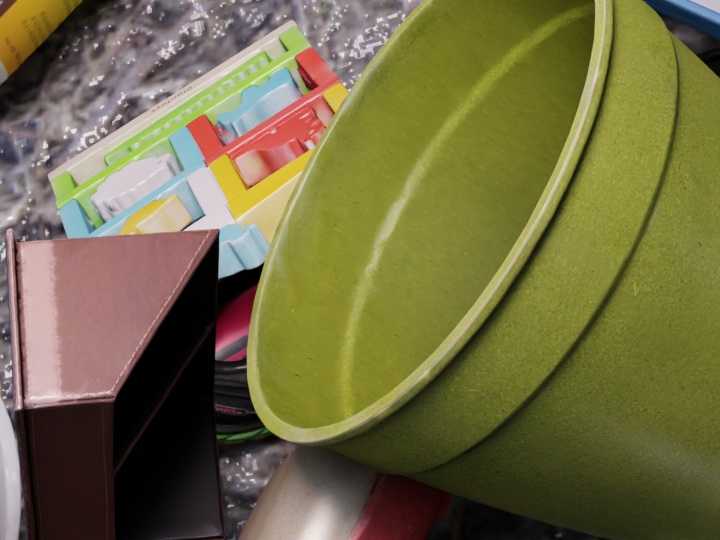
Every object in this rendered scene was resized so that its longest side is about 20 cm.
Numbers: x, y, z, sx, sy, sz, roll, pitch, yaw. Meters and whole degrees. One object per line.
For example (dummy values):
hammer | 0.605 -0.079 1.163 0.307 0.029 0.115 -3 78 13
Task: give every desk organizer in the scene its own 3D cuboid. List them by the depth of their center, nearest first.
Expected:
desk organizer | -0.090 0.063 1.058 0.077 0.200 0.072 -4 61 -6

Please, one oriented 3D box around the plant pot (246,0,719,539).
plant pot | 0.094 0.014 1.001 0.200 0.192 0.201 -46 26 30

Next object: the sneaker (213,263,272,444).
sneaker | 0.000 0.000 1.134 0.200 0.084 0.077 -34 60 -2

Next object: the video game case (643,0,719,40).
video game case | 0.151 -0.187 1.064 0.142 0.018 0.201 23 75 -2

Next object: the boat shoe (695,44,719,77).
boat shoe | 0.217 -0.070 1.111 0.199 0.068 0.072 -1 64 15

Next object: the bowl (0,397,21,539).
bowl | -0.190 0.087 1.078 0.090 0.201 0.202 0 56 -29

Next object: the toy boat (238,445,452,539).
toy boat | -0.001 0.164 1.048 0.130 0.131 0.201 27 72 -4

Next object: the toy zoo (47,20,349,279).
toy zoo | -0.059 -0.037 1.140 0.131 0.021 0.200 -33 22 -1

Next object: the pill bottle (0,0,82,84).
pill bottle | -0.165 -0.157 1.247 0.109 0.109 0.200 38 80 29
